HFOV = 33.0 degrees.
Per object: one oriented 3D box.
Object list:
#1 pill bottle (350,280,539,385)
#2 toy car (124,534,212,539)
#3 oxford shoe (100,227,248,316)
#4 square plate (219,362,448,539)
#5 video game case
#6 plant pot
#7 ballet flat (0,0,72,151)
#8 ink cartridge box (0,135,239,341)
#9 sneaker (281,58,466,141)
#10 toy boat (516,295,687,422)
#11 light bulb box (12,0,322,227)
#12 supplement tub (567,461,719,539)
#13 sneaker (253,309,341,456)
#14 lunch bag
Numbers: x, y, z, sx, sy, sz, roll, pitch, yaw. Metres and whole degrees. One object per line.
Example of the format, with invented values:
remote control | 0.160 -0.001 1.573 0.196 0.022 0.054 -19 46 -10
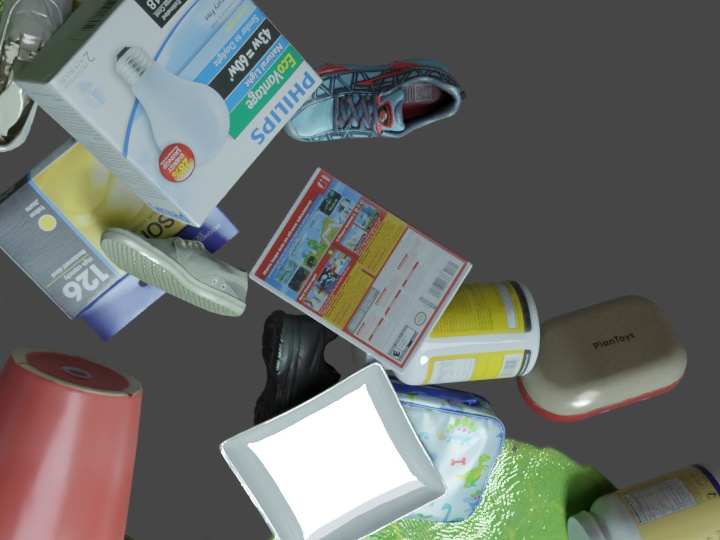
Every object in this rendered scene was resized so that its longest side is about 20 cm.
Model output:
pill bottle | 0.094 0.071 1.381 0.200 0.112 0.112 -3 111 -14
toy car | -0.186 0.376 1.409 0.200 0.164 0.158 -15 114 -23
oxford shoe | -0.191 -0.009 1.272 0.200 0.075 0.058 30 70 -46
square plate | -0.028 0.219 1.365 0.200 0.028 0.198 -28 114 0
video game case | 0.000 0.000 1.316 0.200 0.017 0.143 33 87 3
plant pot | -0.323 0.186 1.283 0.200 0.200 0.178 16 96 -20
ballet flat | -0.326 -0.205 1.186 0.069 0.069 0.200 16 106 -20
ink cartridge box | -0.260 -0.045 1.279 0.198 0.047 0.200 -39 113 2
sneaker | 0.013 -0.177 1.271 0.200 0.096 0.079 -14 113 -9
toy boat | 0.283 0.121 1.460 0.200 0.131 0.131 -15 145 -13
light bulb box | -0.182 -0.182 1.167 0.200 0.125 0.198 45 77 -29
supplement tub | 0.379 0.339 1.543 0.200 0.145 0.146 -18 114 -8
sneaker | -0.070 0.142 1.389 0.091 0.076 0.200 1 113 -23
lunch bag | 0.063 0.209 1.441 0.200 0.082 0.161 11 109 -19
